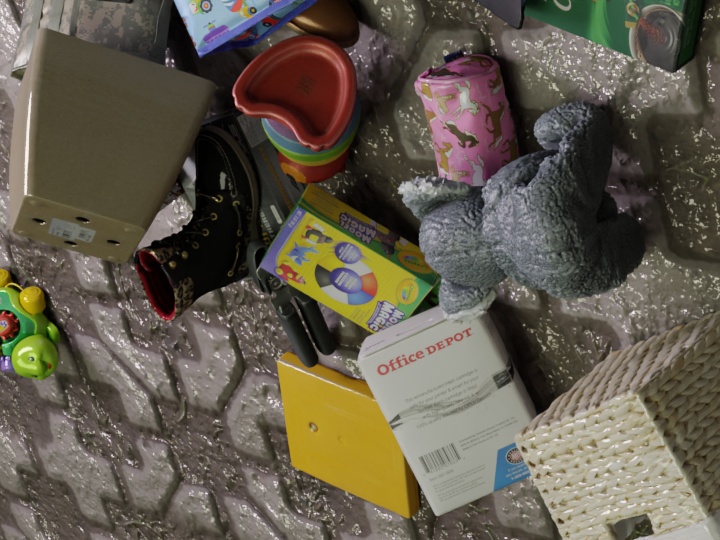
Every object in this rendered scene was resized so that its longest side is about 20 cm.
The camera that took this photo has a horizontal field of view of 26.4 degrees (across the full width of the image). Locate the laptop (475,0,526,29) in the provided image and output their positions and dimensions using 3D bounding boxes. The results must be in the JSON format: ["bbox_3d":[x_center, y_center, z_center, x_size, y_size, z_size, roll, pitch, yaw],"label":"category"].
[{"bbox_3d":[0.066,-0.331,1.357,0.177,0.103,0.201,47,143,48],"label":"laptop"}]

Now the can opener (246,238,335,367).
[{"bbox_3d":[-0.084,0.034,1.826,0.067,0.053,0.200,46,166,38],"label":"can opener"}]

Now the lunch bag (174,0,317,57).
[{"bbox_3d":[-0.098,-0.323,1.497,0.199,0.094,0.151,-25,89,38],"label":"lunch bag"}]

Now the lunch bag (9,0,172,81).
[{"bbox_3d":[-0.288,-0.291,1.736,0.199,0.165,0.117,-9,156,39],"label":"lunch bag"}]

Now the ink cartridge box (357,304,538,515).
[{"bbox_3d":[0.105,0.142,1.674,0.144,0.084,0.201,-25,101,11],"label":"ink cartridge box"}]

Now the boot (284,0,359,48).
[{"bbox_3d":[-0.048,-0.338,1.550,0.200,0.077,0.155,53,138,13],"label":"boot"}]

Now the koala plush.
[{"bbox_3d":[0.138,-0.040,1.441,0.199,0.184,0.178,-10,109,29],"label":"koala plush"}]

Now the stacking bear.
[{"bbox_3d":[-0.053,-0.155,1.622,0.121,0.114,0.200,29,165,11],"label":"stacking bear"}]

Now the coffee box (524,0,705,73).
[{"bbox_3d":[0.209,-0.264,1.351,0.199,0.044,0.123,29,135,29],"label":"coffee box"}]

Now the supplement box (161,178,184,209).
[{"bbox_3d":[-0.299,-0.166,1.892,0.200,0.061,0.109,54,179,0],"label":"supplement box"}]

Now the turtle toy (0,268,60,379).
[{"bbox_3d":[-0.524,0.098,2.322,0.199,0.101,0.146,25,133,32],"label":"turtle toy"}]

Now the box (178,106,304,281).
[{"bbox_3d":[-0.138,-0.092,1.830,0.158,0.048,0.201,-12,108,48],"label":"box"}]

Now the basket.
[{"bbox_3d":[0.286,0.165,1.466,0.198,0.200,0.161,-30,93,51],"label":"basket"}]

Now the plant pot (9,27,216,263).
[{"bbox_3d":[-0.291,-0.121,1.693,0.199,0.178,0.200,16,159,-15],"label":"plant pot"}]

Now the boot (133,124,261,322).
[{"bbox_3d":[-0.188,-0.050,1.751,0.073,0.150,0.201,22,133,33],"label":"boot"}]

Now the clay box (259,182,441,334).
[{"bbox_3d":[0.000,0.000,1.700,0.199,0.048,0.115,31,135,-5],"label":"clay box"}]

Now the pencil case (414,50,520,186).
[{"bbox_3d":[0.113,-0.114,1.531,0.086,0.082,0.201,37,146,59],"label":"pencil case"}]

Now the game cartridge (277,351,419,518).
[{"bbox_3d":[-0.014,0.207,1.942,0.199,0.032,0.177,19,129,33],"label":"game cartridge"}]
